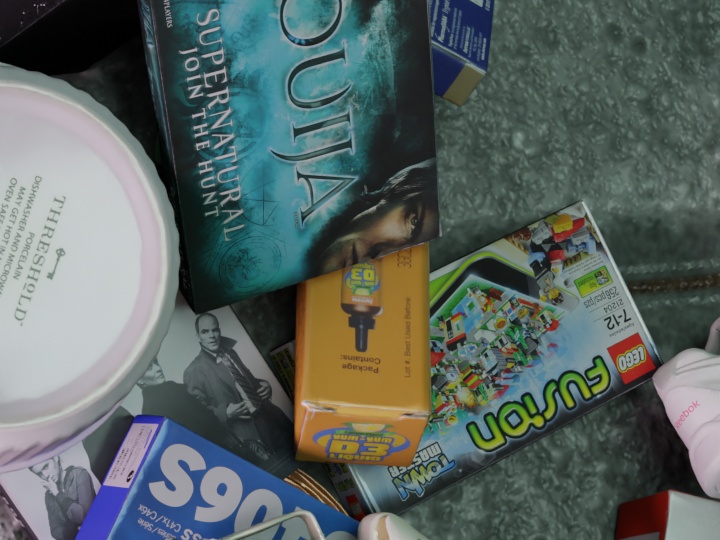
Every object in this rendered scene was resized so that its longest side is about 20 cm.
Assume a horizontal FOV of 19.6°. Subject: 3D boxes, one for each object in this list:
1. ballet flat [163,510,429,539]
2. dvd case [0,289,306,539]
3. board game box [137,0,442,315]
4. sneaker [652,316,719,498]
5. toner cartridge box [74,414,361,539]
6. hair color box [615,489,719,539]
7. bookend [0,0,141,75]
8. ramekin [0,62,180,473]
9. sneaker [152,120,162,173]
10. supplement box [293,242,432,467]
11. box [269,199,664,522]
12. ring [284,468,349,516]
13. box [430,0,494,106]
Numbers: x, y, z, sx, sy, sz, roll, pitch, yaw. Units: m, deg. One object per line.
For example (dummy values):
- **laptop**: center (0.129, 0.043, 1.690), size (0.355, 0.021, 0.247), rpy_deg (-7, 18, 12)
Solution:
- **ballet flat**: center (-0.008, 0.147, 0.993), size (0.200, 0.074, 0.074), rpy_deg (1, 77, -28)
- **dvd case**: center (-0.130, 0.051, 1.039), size (0.150, 0.025, 0.200), rpy_deg (-36, 100, -22)
- **board game box**: center (-0.030, -0.083, 0.975), size (0.135, 0.028, 0.200), rpy_deg (-18, 129, -16)
- **sneaker**: center (0.246, 0.060, 1.181), size (0.200, 0.078, 0.099), rpy_deg (-5, 53, -43)
- **toner cartridge box**: center (-0.042, 0.158, 1.036), size (0.200, 0.043, 0.095), rpy_deg (30, 76, -22)
- **hair color box**: center (0.239, 0.199, 1.161), size (0.200, 0.064, 0.111), rpy_deg (14, 73, -18)
- **bookend**: center (-0.150, -0.219, 1.027), size (0.092, 0.199, 0.200), rpy_deg (-13, 81, -44)
- **ramekin**: center (-0.176, -0.004, 0.959), size (0.202, 0.094, 0.203), rpy_deg (2, 86, -22)
- **sneaker**: center (-0.085, -0.090, 1.095), size (0.074, 0.084, 0.200), rpy_deg (12, 52, -37)
- **supplement box**: center (0.000, 0.000, 1.081), size (0.066, 0.069, 0.200), rpy_deg (5, 57, -7)
- **box**: center (0.062, 0.050, 1.143), size (0.200, 0.035, 0.110), rpy_deg (-26, 88, -24)
- **ring**: center (-0.081, 0.186, 1.067), size (0.200, 0.019, 0.201), rpy_deg (5, 76, -21)
- **box**: center (-0.019, -0.176, 1.135), size (0.200, 0.032, 0.121), rpy_deg (29, 35, -13)
